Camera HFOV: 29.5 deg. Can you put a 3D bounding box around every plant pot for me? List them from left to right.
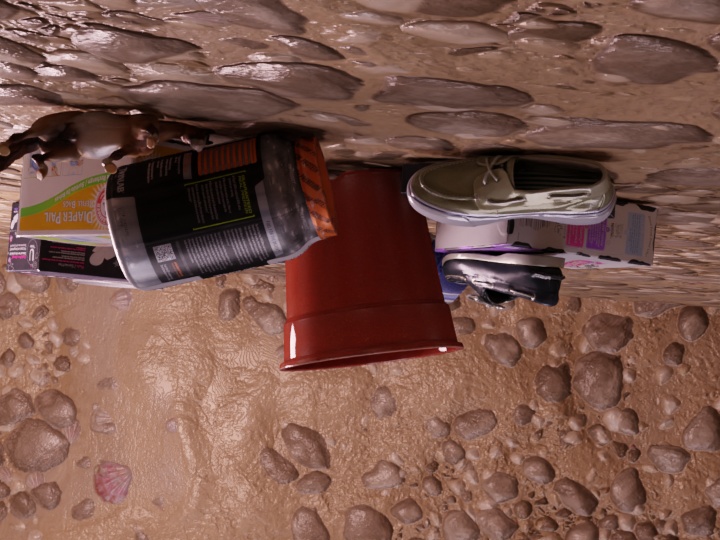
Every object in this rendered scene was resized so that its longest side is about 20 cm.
[{"bbox_3d":[0.000,0.000,1.471,0.200,0.196,0.201,-7,173,-1],"label":"plant pot"}]

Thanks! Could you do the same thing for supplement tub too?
[{"bbox_3d":[-0.128,-0.058,1.281,0.200,0.123,0.123,-12,174,5],"label":"supplement tub"}]

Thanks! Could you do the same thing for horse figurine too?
[{"bbox_3d":[-0.239,-0.113,1.209,0.200,0.050,0.133,-4,-161,6],"label":"horse figurine"}]

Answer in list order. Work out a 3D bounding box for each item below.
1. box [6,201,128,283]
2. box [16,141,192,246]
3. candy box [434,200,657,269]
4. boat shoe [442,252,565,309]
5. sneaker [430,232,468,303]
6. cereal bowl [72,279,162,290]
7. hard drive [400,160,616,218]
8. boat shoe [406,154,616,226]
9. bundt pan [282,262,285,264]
[{"bbox_3d":[-0.431,-0.042,2.125,0.200,0.115,0.132,8,175,-36],"label":"box"},{"bbox_3d":[-0.260,-0.080,1.443,0.200,0.102,0.112,1,175,43],"label":"box"},{"bbox_3d":[0.214,-0.047,1.589,0.200,0.072,0.168,7,175,-25],"label":"candy box"},{"bbox_3d":[0.160,0.013,1.564,0.075,0.062,0.200,7,177,-37],"label":"boat shoe"},{"bbox_3d":[0.049,-0.033,1.670,0.199,0.081,0.115,30,169,1],"label":"sneaker"},{"bbox_3d":[-0.530,-0.006,3.007,0.200,0.083,0.200,5,175,0],"label":"cereal bowl"},{"bbox_3d":[0.155,-0.083,1.400,0.200,0.038,0.140,4,176,19],"label":"hard drive"},{"bbox_3d":[0.141,-0.085,1.290,0.200,0.072,0.062,1,148,13],"label":"boat shoe"},{"bbox_3d":[-0.096,-0.051,1.871,0.202,0.076,0.202,4,176,0],"label":"bundt pan"}]
